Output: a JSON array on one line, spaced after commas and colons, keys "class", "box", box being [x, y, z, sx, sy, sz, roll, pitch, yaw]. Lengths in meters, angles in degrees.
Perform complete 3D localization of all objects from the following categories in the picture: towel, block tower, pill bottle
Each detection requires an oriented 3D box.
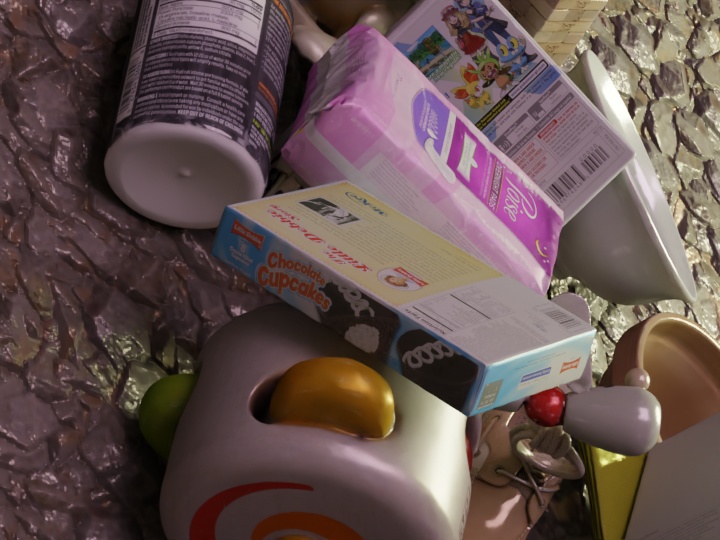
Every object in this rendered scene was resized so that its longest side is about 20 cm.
[{"class": "towel", "box": [0.180, 0.203, 1.625, 0.086, 0.018, 0.200, 26, 46, -38]}, {"class": "block tower", "box": [0.102, -0.146, 1.794, 0.054, 0.200, 0.058, -4, 46, -46]}, {"class": "pill bottle", "box": [-0.100, -0.134, 1.660, 0.106, 0.106, 0.200, 32, 46, -27]}]

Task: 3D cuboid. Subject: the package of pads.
[{"class": "package of pads", "box": [0.042, -0.056, 1.656, 0.200, 0.076, 0.121, 44, 30, -17]}]

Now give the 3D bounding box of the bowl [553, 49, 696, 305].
[{"class": "bowl", "box": [0.168, -0.053, 1.867, 0.201, 0.090, 0.201, 62, 12, -23]}]

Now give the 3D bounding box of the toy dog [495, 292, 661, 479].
[{"class": "toy dog", "box": [0.092, 0.043, 1.583, 0.200, 0.132, 0.097, 27, 68, -15]}]

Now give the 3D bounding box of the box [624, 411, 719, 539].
[{"class": "box", "box": [0.238, 0.195, 1.601, 0.124, 0.097, 0.200, 46, 36, -17]}]

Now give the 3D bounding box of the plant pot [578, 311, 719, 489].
[{"class": "plant pot", "box": [0.221, 0.139, 1.810, 0.201, 0.093, 0.201, 38, 35, -33]}]

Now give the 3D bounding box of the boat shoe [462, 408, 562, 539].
[{"class": "boat shoe", "box": [0.097, 0.132, 1.670, 0.072, 0.065, 0.200, 45, 39, -14]}]

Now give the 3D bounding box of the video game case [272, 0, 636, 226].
[{"class": "video game case", "box": [0.058, -0.076, 1.736, 0.182, 0.200, 0.022, 46, 4, -14]}]

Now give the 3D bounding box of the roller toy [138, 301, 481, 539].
[{"class": "roller toy", "box": [-0.022, 0.121, 1.513, 0.182, 0.200, 0.140, 41, 42, -29]}]

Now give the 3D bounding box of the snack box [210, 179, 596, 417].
[{"class": "snack box", "box": [0.024, 0.012, 1.475, 0.200, 0.037, 0.116, 32, 27, 29]}]

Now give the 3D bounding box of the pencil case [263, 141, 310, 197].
[{"class": "pencil case", "box": [0.000, 0.000, 1.689, 0.200, 0.089, 0.078, 46, 54, -13]}]

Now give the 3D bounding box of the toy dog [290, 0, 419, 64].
[{"class": "toy dog", "box": [0.041, -0.229, 1.770, 0.194, 0.200, 0.140, 27, 23, -45]}]
